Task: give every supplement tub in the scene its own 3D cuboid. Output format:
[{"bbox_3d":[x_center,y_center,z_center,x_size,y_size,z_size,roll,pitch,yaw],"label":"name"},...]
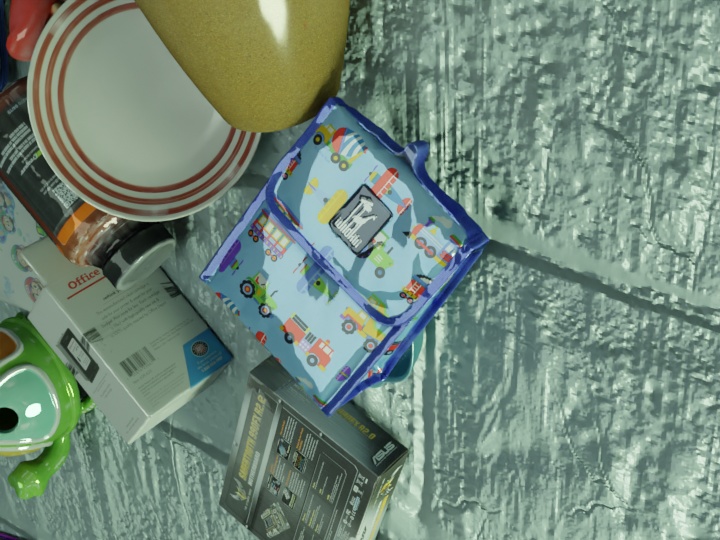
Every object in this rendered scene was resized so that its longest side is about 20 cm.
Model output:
[{"bbox_3d":[-0.259,-0.078,1.113,0.200,0.107,0.107,50,137,7],"label":"supplement tub"}]

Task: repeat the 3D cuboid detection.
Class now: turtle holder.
[{"bbox_3d":[-0.391,0.150,1.355,0.140,0.131,0.187,33,133,22],"label":"turtle holder"}]

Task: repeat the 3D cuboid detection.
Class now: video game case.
[{"bbox_3d":[-0.355,-0.042,1.283,0.181,0.024,0.202,15,124,36],"label":"video game case"}]

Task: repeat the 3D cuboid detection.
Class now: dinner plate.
[{"bbox_3d":[-0.175,-0.142,0.992,0.198,0.024,0.203,1,100,4],"label":"dinner plate"}]

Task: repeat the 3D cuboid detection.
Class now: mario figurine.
[{"bbox_3d":[-0.217,-0.187,1.051,0.200,0.106,0.123,44,101,-3],"label":"mario figurine"}]

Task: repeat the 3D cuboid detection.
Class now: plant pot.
[{"bbox_3d":[-0.082,-0.204,0.840,0.185,0.186,0.201,18,138,34],"label":"plant pot"}]

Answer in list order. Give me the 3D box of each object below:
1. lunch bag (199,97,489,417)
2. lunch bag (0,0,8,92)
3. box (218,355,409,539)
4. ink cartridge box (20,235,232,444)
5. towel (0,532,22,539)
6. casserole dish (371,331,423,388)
[{"bbox_3d":[-0.003,-0.020,0.893,0.151,0.094,0.200,45,124,12],"label":"lunch bag"},{"bbox_3d":[-0.409,-0.265,1.152,0.160,0.082,0.202,28,131,28],"label":"lunch bag"},{"bbox_3d":[-0.050,0.196,1.135,0.158,0.048,0.201,36,134,21],"label":"box"},{"bbox_3d":[-0.234,0.050,1.163,0.200,0.116,0.067,50,138,7],"label":"ink cartridge box"},{"bbox_3d":[-0.489,0.435,1.700,0.199,0.023,0.145,-1,113,43],"label":"towel"},{"bbox_3d":[0.000,0.000,0.977,0.120,0.039,0.202,14,124,36],"label":"casserole dish"}]
